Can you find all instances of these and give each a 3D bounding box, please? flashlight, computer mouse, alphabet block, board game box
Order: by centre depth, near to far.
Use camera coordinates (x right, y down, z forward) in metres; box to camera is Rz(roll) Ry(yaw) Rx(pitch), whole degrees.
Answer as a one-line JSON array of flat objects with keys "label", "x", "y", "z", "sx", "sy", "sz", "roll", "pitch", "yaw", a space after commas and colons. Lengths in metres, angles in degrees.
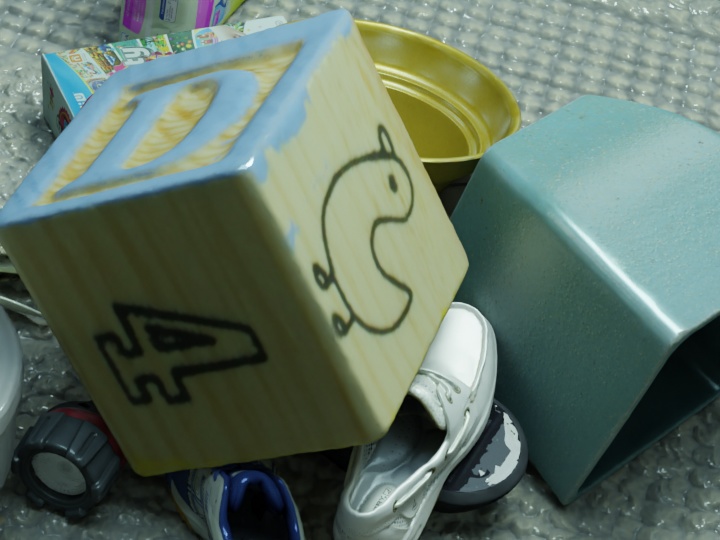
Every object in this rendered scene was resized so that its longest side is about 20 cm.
[{"label": "alphabet block", "x": -0.076, "y": -0.015, "z": 1.347, "sx": 0.196, "sy": 0.201, "sz": 0.196, "roll": -10, "pitch": 31, "yaw": 31}, {"label": "flashlight", "x": -0.159, "y": 0.075, "z": 1.430, "sx": 0.068, "sy": 0.068, "sz": 0.200, "roll": 14, "pitch": 41, "yaw": 14}, {"label": "computer mouse", "x": 0.024, "y": 0.101, "z": 1.453, "sx": 0.200, "sy": 0.053, "sz": 0.139, "roll": 30, "pitch": 60, "yaw": 21}, {"label": "board game box", "x": -0.127, "y": -0.114, "z": 1.635, "sx": 0.199, "sy": 0.064, "sz": 0.148, "roll": -12, "pitch": 44, "yaw": -20}]

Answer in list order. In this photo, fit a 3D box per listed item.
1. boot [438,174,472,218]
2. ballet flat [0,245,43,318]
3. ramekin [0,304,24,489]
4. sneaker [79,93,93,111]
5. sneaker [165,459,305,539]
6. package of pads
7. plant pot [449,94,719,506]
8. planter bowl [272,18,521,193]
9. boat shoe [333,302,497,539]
[{"label": "boot", "x": 0.125, "y": -0.027, "z": 1.616, "sx": 0.199, "sy": 0.070, "sz": 0.147, "roll": 10, "pitch": 50, "yaw": -22}, {"label": "ballet flat", "x": -0.207, "y": -0.001, "z": 1.512, "sx": 0.199, "sy": 0.068, "sz": 0.076, "roll": 3, "pitch": 64, "yaw": -3}, {"label": "ramekin", "x": -0.305, "y": 0.093, "z": 1.332, "sx": 0.201, "sy": 0.095, "sz": 0.203, "roll": 0, "pitch": 43, "yaw": 0}, {"label": "sneaker", "x": -0.113, "y": -0.106, "z": 1.491, "sx": 0.199, "sy": 0.116, "sz": 0.078, "roll": 26, "pitch": 46, "yaw": 22}, {"label": "sneaker", "x": -0.071, "y": 0.144, "z": 1.361, "sx": 0.075, "sy": 0.088, "sz": 0.200, "roll": -9, "pitch": 45, "yaw": -20}, {"label": "package of pads", "x": -0.124, "y": -0.276, "z": 1.756, "sx": 0.068, "sy": 0.155, "sz": 0.200, "roll": 23, "pitch": 42, "yaw": 11}, {"label": "plant pot", "x": 0.167, "y": -0.002, "z": 1.474, "sx": 0.196, "sy": 0.196, "sz": 0.200, "roll": -29, "pitch": 66, "yaw": -37}, {"label": "planter bowl", "x": 0.009, "y": -0.098, "z": 1.542, "sx": 0.199, "sy": 0.084, "sz": 0.201, "roll": 12, "pitch": 32, "yaw": -7}, {"label": "boat shoe", "x": 0.039, "y": 0.093, "z": 1.382, "sx": 0.070, "sy": 0.069, "sz": 0.201, "roll": 15, "pitch": 57, "yaw": 14}]
